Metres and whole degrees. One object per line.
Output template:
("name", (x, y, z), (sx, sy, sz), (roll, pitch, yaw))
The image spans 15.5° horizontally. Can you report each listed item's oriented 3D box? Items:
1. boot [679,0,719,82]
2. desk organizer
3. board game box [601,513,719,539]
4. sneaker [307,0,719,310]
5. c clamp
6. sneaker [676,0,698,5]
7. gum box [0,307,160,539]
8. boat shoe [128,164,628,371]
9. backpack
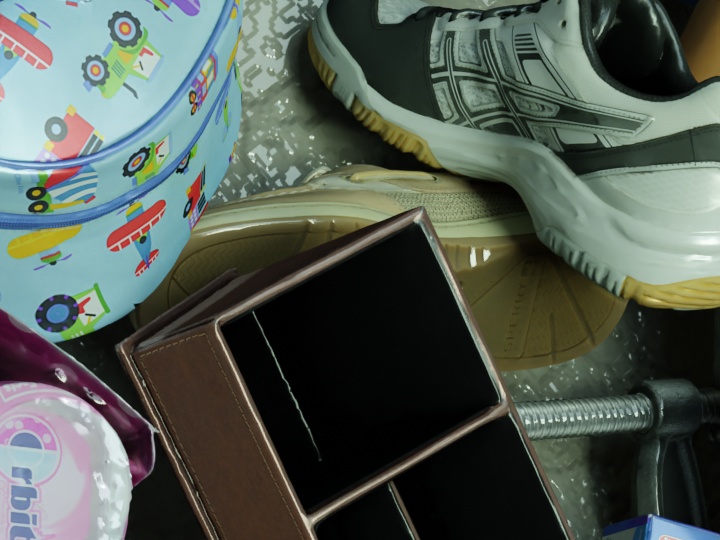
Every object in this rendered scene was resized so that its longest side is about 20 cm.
("boot", (0.145, -0.108, 0.979), (0.073, 0.155, 0.200), (22, 33, 27))
("desk organizer", (0.015, 0.090, 0.788), (0.072, 0.077, 0.201), (-36, 103, -57))
("board game box", (0.165, 0.173, 0.875), (0.199, 0.045, 0.135), (17, 75, -12))
("sneaker", (0.066, -0.067, 0.898), (0.075, 0.088, 0.200), (-5, 31, -47))
("c clamp", (0.056, 0.074, 0.891), (0.199, 0.027, 0.172), (-9, 95, -35))
("sneaker", (0.073, -0.146, 0.993), (0.200, 0.066, 0.079), (39, 60, -38))
("gum box", (-0.163, 0.034, 0.730), (0.200, 0.113, 0.066), (38, 52, -13))
("boat shoe", (0.000, 0.000, 0.894), (0.199, 0.072, 0.065), (1, 28, -38))
("backpack", (-0.125, -0.083, 0.780), (0.199, 0.135, 0.183), (29, 53, -2))
